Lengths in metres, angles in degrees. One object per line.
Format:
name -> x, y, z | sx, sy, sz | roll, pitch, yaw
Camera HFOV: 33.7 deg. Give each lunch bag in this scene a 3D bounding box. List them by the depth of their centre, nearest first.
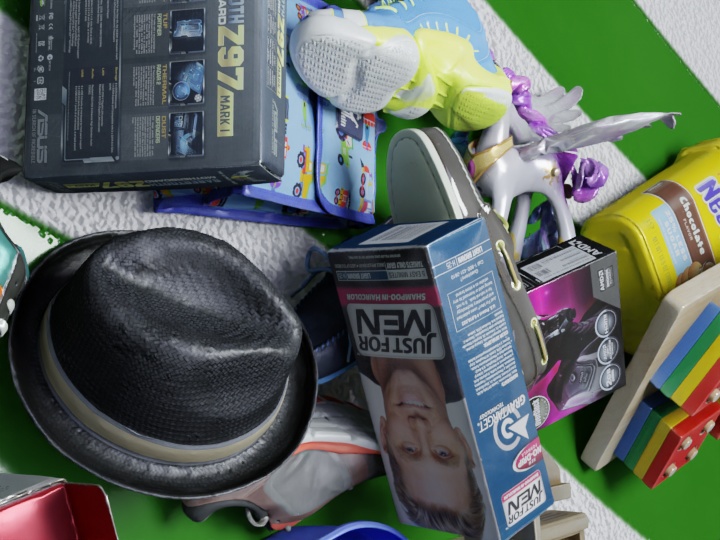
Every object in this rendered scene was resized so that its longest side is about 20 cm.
lunch bag -> -0.050, -0.112, 0.851 | 0.199, 0.093, 0.153 | 5, 81, -53

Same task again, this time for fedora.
fedora -> -0.108, 0.038, 0.718 | 0.198, 0.092, 0.203 | 12, 56, -18

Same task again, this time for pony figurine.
pony figurine -> 0.142, -0.086, 0.973 | 0.191, 0.166, 0.203 | -7, 104, -33

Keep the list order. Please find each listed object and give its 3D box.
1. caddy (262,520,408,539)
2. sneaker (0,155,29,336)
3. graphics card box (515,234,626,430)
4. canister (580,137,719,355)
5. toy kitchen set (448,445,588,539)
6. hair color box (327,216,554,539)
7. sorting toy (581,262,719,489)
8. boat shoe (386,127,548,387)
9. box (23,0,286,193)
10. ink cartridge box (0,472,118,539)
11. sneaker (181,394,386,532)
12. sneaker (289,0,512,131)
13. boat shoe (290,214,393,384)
caddy -> -0.033, 0.250, 0.788 | 0.198, 0.104, 0.144 | -20, 96, -40
sneaker -> -0.226, 0.023, 0.678 | 0.079, 0.071, 0.203 | 4, 80, -35
graphics card box -> 0.114, 0.067, 0.920 | 0.198, 0.051, 0.127 | -22, 117, -24
canister -> 0.306, -0.023, 1.130 | 0.199, 0.086, 0.150 | -30, 104, -37
toy kitchen set -> 0.157, 0.199, 0.896 | 0.179, 0.199, 0.166 | -4, 87, -40
hair color box -> 0.053, 0.071, 0.788 | 0.060, 0.099, 0.203 | -25, 105, -38
sorting toy -> 0.310, 0.085, 1.050 | 0.199, 0.069, 0.201 | -22, 142, -40
boat shoe -> 0.075, -0.008, 0.824 | 0.060, 0.071, 0.204 | -26, 104, -29
box -> -0.125, -0.153, 0.736 | 0.051, 0.155, 0.203 | 25, 63, -74
ink cartridge box -> -0.181, 0.215, 0.622 | 0.083, 0.174, 0.203 | -19, 95, -40
sneaker -> -0.046, 0.138, 0.832 | 0.198, 0.077, 0.083 | 6, 107, -39
sneaker -> 0.024, -0.165, 0.836 | 0.198, 0.075, 0.107 | 14, 57, -45
boat shoe -> 0.000, 0.000, 0.863 | 0.200, 0.083, 0.069 | -46, 140, -33
